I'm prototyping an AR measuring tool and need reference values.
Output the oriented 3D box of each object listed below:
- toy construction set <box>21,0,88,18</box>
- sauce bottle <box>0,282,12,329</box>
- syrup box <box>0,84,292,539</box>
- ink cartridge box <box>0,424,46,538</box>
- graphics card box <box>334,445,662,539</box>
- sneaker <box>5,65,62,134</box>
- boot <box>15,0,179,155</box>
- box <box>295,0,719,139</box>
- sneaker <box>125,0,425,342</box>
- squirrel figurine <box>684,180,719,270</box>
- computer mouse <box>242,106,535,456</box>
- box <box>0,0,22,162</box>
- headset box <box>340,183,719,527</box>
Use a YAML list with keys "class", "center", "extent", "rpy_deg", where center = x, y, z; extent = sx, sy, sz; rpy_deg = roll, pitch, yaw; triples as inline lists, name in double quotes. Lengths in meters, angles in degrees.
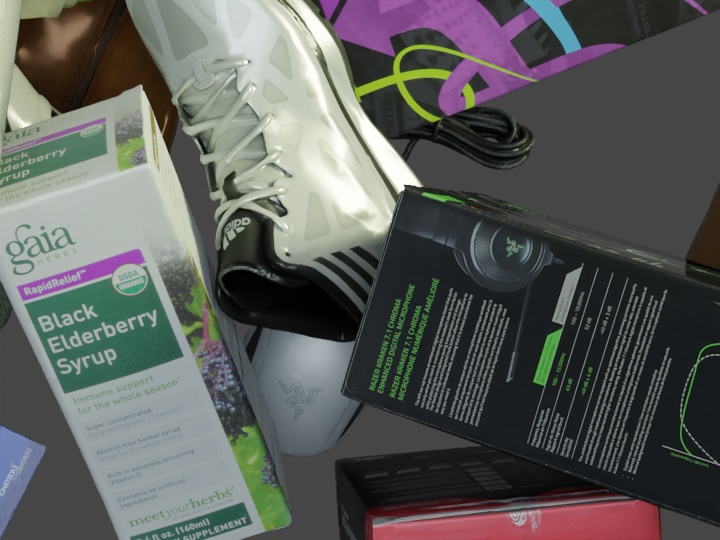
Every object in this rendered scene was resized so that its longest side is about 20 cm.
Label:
- class: "toy construction set"
  center: [-0.167, -0.194, 0.959]
  extent: [0.092, 0.131, 0.200]
  rpy_deg: [3, 52, -29]
- class: "sauce bottle"
  center: [-0.254, -0.010, 0.969]
  extent: [0.200, 0.065, 0.065]
  rpy_deg: [11, 92, 25]
- class: "syrup box"
  center: [-0.100, 0.028, 0.937]
  extent: [0.079, 0.081, 0.200]
  rpy_deg: [-18, 121, 2]
- class: "ink cartridge box"
  center: [-0.263, 0.086, 1.018]
  extent: [0.200, 0.039, 0.100]
  rpy_deg: [26, 90, -6]
- class: "graphics card box"
  center: [0.057, 0.115, 0.964]
  extent: [0.125, 0.200, 0.051]
  rpy_deg: [-5, 93, -6]
- class: "sneaker"
  center: [-0.130, -0.038, 0.984]
  extent: [0.080, 0.074, 0.200]
  rpy_deg: [-25, 120, 8]
- class: "boot"
  center: [-0.073, -0.120, 1.010]
  extent: [0.188, 0.068, 0.200]
  rpy_deg: [22, 93, -8]
- class: "box"
  center: [0.063, -0.156, 0.976]
  extent: [0.200, 0.036, 0.143]
  rpy_deg: [-22, 113, -2]
- class: "sneaker"
  center: [-0.045, -0.054, 0.933]
  extent: [0.076, 0.115, 0.201]
  rpy_deg: [-31, 106, 32]
- class: "squirrel figurine"
  center: [0.263, -0.025, 0.974]
  extent: [0.186, 0.200, 0.142]
  rpy_deg: [24, 83, 7]
- class: "computer mouse"
  center: [0.000, 0.000, 1.032]
  extent: [0.109, 0.044, 0.200]
  rpy_deg: [22, 90, -6]
- class: "box"
  center: [-0.199, -0.121, 0.878]
  extent: [0.046, 0.159, 0.200]
  rpy_deg: [15, 77, -40]
- class: "headset box"
  center: [0.103, 0.033, 0.905]
  extent: [0.200, 0.174, 0.093]
  rpy_deg: [18, 95, 15]
